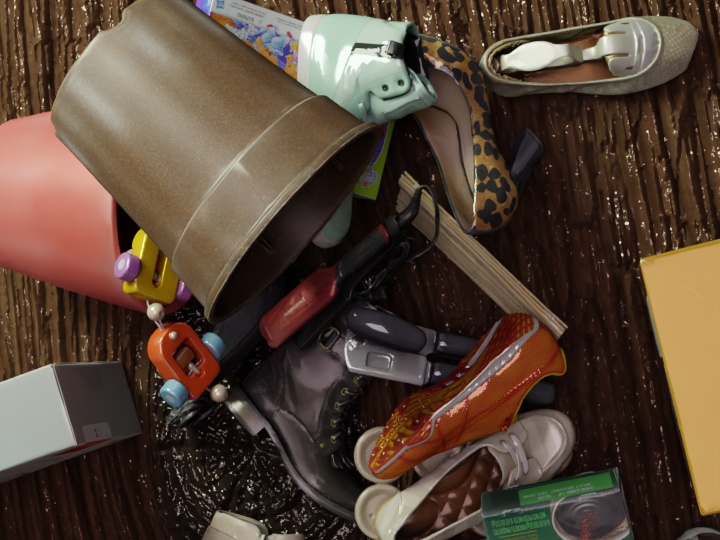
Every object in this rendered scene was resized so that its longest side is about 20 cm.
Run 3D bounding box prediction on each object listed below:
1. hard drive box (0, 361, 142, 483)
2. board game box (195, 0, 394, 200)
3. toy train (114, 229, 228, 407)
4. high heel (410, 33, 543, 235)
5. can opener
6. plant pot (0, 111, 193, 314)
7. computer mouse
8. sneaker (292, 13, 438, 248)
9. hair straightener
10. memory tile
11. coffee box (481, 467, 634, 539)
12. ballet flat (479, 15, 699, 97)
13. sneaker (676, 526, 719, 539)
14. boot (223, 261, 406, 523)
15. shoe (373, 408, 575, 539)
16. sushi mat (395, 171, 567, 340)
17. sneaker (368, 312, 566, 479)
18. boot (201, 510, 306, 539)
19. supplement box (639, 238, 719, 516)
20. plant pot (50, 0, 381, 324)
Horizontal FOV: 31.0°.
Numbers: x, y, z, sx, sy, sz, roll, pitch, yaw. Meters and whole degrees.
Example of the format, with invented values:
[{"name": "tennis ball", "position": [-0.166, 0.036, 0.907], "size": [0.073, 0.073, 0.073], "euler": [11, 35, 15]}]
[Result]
[{"name": "hard drive box", "position": [-0.329, 0.152, 1.211], "size": [0.198, 0.156, 0.077], "euler": [-21, 83, 11]}, {"name": "board game box", "position": [-0.064, -0.153, 1.166], "size": [0.198, 0.045, 0.136], "euler": [14, 90, -27]}, {"name": "toy train", "position": [-0.142, 0.012, 1.120], "size": [0.055, 0.150, 0.201], "euler": [-9, 39, 47]}, {"name": "high heel", "position": [0.065, -0.124, 1.127], "size": [0.200, 0.143, 0.071], "euler": [38, 136, -6]}, {"name": "can opener", "position": [0.080, 0.080, 1.148], "size": [0.198, 0.066, 0.053], "euler": [13, 77, -6]}, {"name": "plant pot", "position": [-0.247, -0.066, 1.199], "size": [0.176, 0.200, 0.203], "euler": [4, 88, 23]}, {"name": "computer mouse", "position": [-0.114, 0.059, 1.199], "size": [0.052, 0.138, 0.201], "euler": [24, 79, -8]}, {"name": "sneaker", "position": [0.004, -0.117, 1.106], "size": [0.117, 0.074, 0.203], "euler": [4, 96, 28]}, {"name": "hair straightener", "position": [0.000, 0.000, 1.143], "size": [0.200, 0.077, 0.041], "euler": [-46, 58, 19]}, {"name": "memory tile", "position": [0.093, 0.214, 1.158], "size": [0.198, 0.017, 0.155], "euler": [-1, 87, -4]}, {"name": "coffee box", "position": [0.183, 0.273, 1.106], "size": [0.122, 0.044, 0.202], "euler": [-12, 110, 10]}, {"name": "ballet flat", "position": [0.203, -0.189, 1.158], "size": [0.198, 0.062, 0.068], "euler": [-9, 85, 12]}, {"name": "sneaker", "position": [0.342, 0.295, 1.071], "size": [0.199, 0.115, 0.076], "euler": [33, 94, 13]}, {"name": "boot", "position": [-0.013, 0.113, 1.190], "size": [0.200, 0.069, 0.174], "euler": [44, 88, 4]}, {"name": "shoe", "position": [0.104, 0.186, 1.125], "size": [0.199, 0.053, 0.070], "euler": [-31, 89, -5]}, {"name": "sushi mat", "position": [0.103, -0.006, 1.154], "size": [0.012, 0.096, 0.200], "euler": [-44, 78, -9]}, {"name": "sneaker", "position": [0.090, 0.122, 1.105], "size": [0.200, 0.073, 0.077], "euler": [-38, 111, 16]}, {"name": "boot", "position": [-0.140, 0.299, 1.211], "size": [0.198, 0.070, 0.148], "euler": [8, 82, 12]}, {"name": "supplement box", "position": [0.312, 0.078, 1.047], "size": [0.132, 0.200, 0.199], "euler": [-14, 84, 11]}, {"name": "plant pot", "position": [-0.120, -0.099, 1.013], "size": [0.198, 0.200, 0.201], "euler": [42, 96, 6]}]
